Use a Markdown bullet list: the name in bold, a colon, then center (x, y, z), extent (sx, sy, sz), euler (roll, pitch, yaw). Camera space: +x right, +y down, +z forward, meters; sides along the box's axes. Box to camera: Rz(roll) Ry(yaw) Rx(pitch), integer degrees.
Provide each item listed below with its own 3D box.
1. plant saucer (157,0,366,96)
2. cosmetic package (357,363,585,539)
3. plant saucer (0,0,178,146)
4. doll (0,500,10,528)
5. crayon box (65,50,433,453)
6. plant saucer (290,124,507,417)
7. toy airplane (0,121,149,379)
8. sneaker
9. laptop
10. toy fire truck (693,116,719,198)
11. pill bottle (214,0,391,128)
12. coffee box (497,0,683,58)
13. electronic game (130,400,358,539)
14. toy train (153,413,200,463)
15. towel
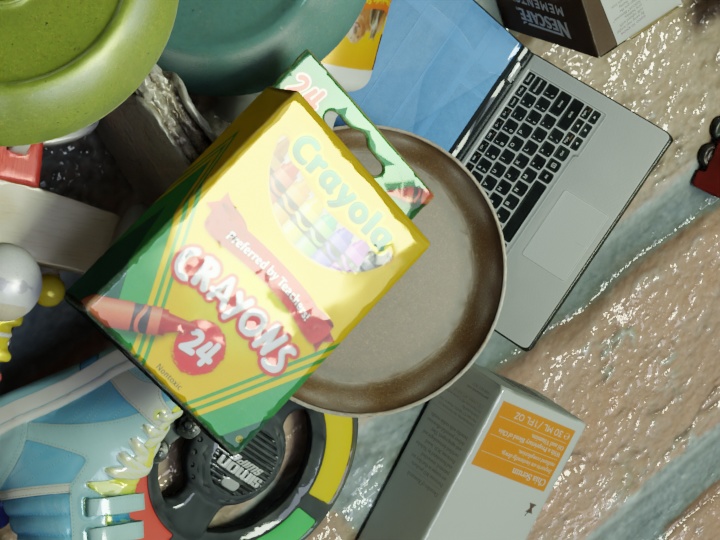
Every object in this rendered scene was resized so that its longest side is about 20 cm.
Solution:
- **plant saucer**: center (-0.088, -0.201, 0.966), extent (0.199, 0.036, 0.201), euler (1, 100, 8)
- **cosmetic package**: center (0.079, 0.180, 1.275), extent (0.101, 0.071, 0.200), euler (24, 96, -37)
- **plant saucer**: center (-0.200, -0.170, 0.912), extent (0.199, 0.031, 0.201), euler (1, 80, -7)
- **doll**: center (-0.310, 0.173, 1.040), extent (0.200, 0.048, 0.137), euler (-3, 100, -31)
- **crayon box**: center (-0.052, -0.013, 0.933), extent (0.200, 0.051, 0.127), euler (-48, 114, -10)
- **plant saucer**: center (0.000, 0.000, 1.124), extent (0.200, 0.032, 0.201), euler (-1, 95, -6)
- **toy airplane**: center (-0.212, -0.020, 0.961), extent (0.200, 0.141, 0.199), euler (-30, 116, -9)
- **sneaker**: center (-0.143, 0.116, 1.035), extent (0.200, 0.131, 0.080), euler (-23, 170, 14)
- **laptop**: center (0.080, -0.081, 1.149), extent (0.187, 0.200, 0.116), euler (-56, 160, -1)
- **toy fire truck**: center (0.349, -0.089, 1.353), extent (0.141, 0.049, 0.200), euler (18, 97, -36)
- **pill bottle**: center (-0.032, -0.186, 1.035), extent (0.109, 0.109, 0.200), euler (7, 105, -34)
- **coffee box**: center (0.132, -0.257, 1.109), extent (0.080, 0.114, 0.200), euler (-34, 123, -17)
- **electronic game**: center (-0.089, 0.130, 1.167), extent (0.200, 0.042, 0.200), euler (-13, 115, -28)
- **toy train**: center (-0.130, 0.096, 1.091), extent (0.200, 0.034, 0.046), euler (-36, 93, -1)
- **towel**: center (-0.101, -0.043, 1.015), extent (0.034, 0.132, 0.200), euler (-37, 113, -19)
